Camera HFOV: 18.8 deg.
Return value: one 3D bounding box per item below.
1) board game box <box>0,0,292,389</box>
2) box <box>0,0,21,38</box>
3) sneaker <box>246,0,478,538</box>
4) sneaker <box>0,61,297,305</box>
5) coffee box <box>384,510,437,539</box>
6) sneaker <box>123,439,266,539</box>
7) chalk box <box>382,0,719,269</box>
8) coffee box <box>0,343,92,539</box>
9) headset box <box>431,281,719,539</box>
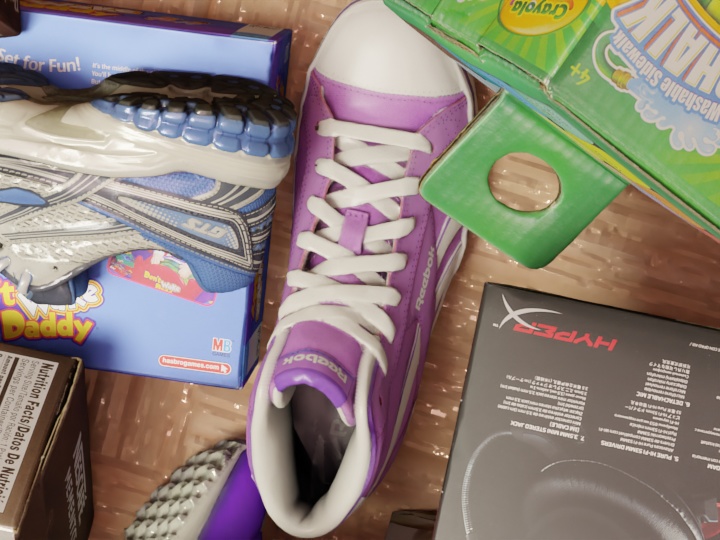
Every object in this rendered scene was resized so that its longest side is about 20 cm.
[{"bbox_3d":[-0.133,-0.037,0.833,0.199,0.045,0.135,8,102,5],"label":"board game box"},{"bbox_3d":[-0.164,-0.186,0.755,0.075,0.100,0.201,0,87,6],"label":"box"},{"bbox_3d":[0.001,0.000,0.791,0.072,0.114,0.201,7,101,7],"label":"sneaker"},{"bbox_3d":[-0.125,-0.027,0.774,0.199,0.077,0.085,6,106,6],"label":"sneaker"},{"bbox_3d":[0.106,0.142,0.807,0.199,0.113,0.080,0,101,7],"label":"coffee box"},{"bbox_3d":[-0.060,0.169,0.838,0.099,0.070,0.201,26,73,-18],"label":"sneaker"},{"bbox_3d":[0.101,-0.090,0.720,0.125,0.124,0.200,32,94,-33],"label":"chalk box"},{"bbox_3d":[-0.208,0.074,0.815,0.199,0.080,0.113,12,142,4],"label":"coffee box"},{"bbox_3d":[0.093,0.116,0.709,0.148,0.075,0.201,11,90,7],"label":"headset box"}]
